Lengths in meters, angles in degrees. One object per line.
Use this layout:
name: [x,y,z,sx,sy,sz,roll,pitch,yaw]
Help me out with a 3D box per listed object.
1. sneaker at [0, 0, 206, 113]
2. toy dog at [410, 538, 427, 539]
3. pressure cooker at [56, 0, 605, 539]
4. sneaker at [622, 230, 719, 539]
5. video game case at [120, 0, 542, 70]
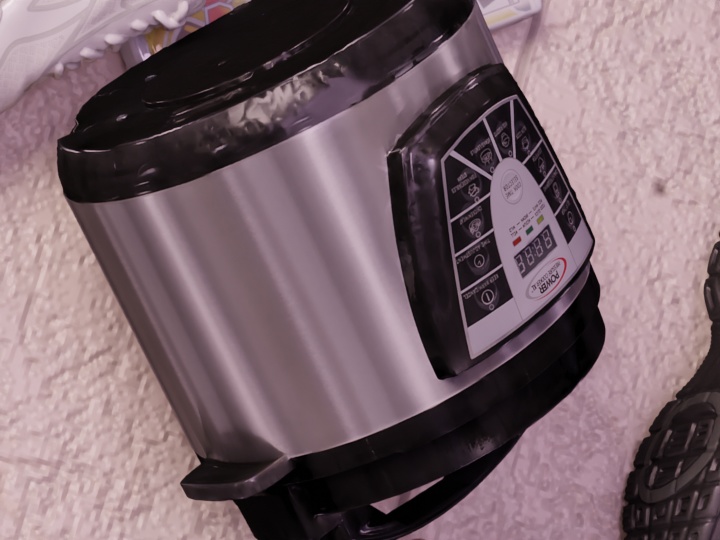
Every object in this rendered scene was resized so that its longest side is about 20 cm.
sneaker: [-0.103,-0.112,1.041,0.081,0.075,0.200,39,86,-12]
toy dog: [0.035,0.199,1.061,0.200,0.132,0.096,-46,139,-15]
pressure cooker: [-0.001,0.000,1.022,0.175,0.179,0.201,-23,106,4]
sneaker: [0.180,0.061,1.145,0.091,0.076,0.201,30,76,-22]
video game case: [-0.037,-0.172,1.115,0.182,0.023,0.201,-22,92,-22]
